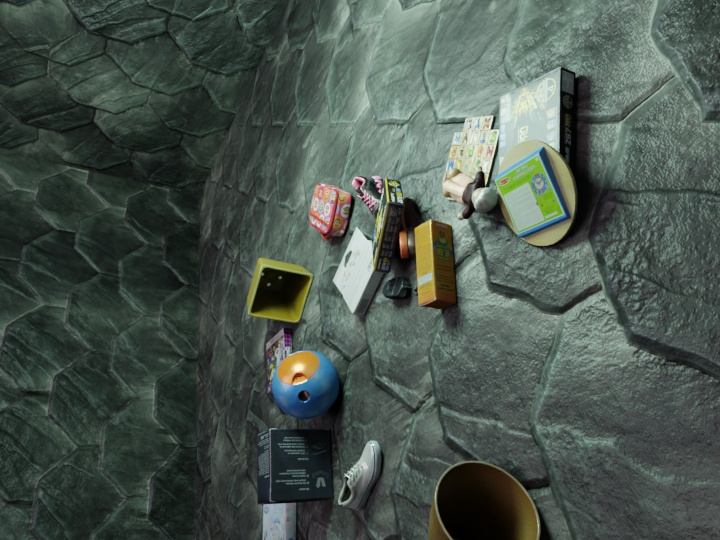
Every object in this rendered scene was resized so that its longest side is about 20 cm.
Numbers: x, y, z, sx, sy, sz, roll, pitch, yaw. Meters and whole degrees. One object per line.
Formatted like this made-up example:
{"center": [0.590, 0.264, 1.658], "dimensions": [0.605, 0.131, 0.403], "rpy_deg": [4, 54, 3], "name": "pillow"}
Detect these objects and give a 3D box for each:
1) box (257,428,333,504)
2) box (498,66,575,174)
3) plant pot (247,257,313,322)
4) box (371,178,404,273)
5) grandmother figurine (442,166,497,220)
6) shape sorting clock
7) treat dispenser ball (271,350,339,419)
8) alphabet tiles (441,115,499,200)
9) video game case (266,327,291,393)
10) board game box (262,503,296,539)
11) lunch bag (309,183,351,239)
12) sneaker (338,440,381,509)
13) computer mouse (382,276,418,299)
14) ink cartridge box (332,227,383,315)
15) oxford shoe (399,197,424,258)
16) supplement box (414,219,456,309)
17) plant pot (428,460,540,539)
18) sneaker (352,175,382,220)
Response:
{"center": [-0.196, 0.577, 1.614], "dimensions": [0.117, 0.196, 0.200], "rpy_deg": [-39, 48, 50], "name": "box"}
{"center": [0.346, -0.274, 1.079], "dimensions": [0.161, 0.049, 0.200], "rpy_deg": [-10, 74, 62], "name": "box"}
{"center": [-0.312, 0.052, 2.009], "dimensions": [0.200, 0.194, 0.196], "rpy_deg": [48, 122, 61], "name": "plant pot"}
{"center": [0.069, -0.118, 1.430], "dimensions": [0.160, 0.049, 0.200], "rpy_deg": [-87, 7, -59], "name": "box"}
{"center": [0.236, -0.166, 1.184], "dimensions": [0.200, 0.060, 0.121], "rpy_deg": [-127, 43, -69], "name": "grandmother figurine"}
{"center": [0.328, -0.144, 1.025], "dimensions": [0.200, 0.039, 0.200], "rpy_deg": [47, 148, 41], "name": "shape sorting clock"}
{"center": [-0.163, 0.340, 1.629], "dimensions": [0.201, 0.201, 0.201], "rpy_deg": [-27, 58, 55], "name": "treat dispenser ball"}
{"center": [0.255, -0.260, 1.278], "dimensions": [0.166, 0.006, 0.200], "rpy_deg": [22, 100, 60], "name": "alphabet tiles"}
{"center": [-0.306, 0.340, 2.053], "dimensions": [0.181, 0.036, 0.200], "rpy_deg": [-42, 46, 50], "name": "video game case"}
{"center": [-0.270, 0.877, 1.808], "dimensions": [0.200, 0.043, 0.199], "rpy_deg": [-35, 52, 52], "name": "board game box"}
{"center": [-0.105, -0.193, 1.829], "dimensions": [0.200, 0.082, 0.176], "rpy_deg": [35, 115, 60], "name": "lunch bag"}
{"center": [-0.003, 0.534, 1.414], "dimensions": [0.073, 0.071, 0.200], "rpy_deg": [34, 111, 59], "name": "sneaker"}
{"center": [0.127, 0.046, 1.392], "dimensions": [0.200, 0.034, 0.059], "rpy_deg": [-7, 58, 55], "name": "computer mouse"}
{"center": [0.000, 0.000, 1.609], "dimensions": [0.200, 0.045, 0.176], "rpy_deg": [-65, 33, 23], "name": "ink cartridge box"}
{"center": [0.138, -0.110, 1.397], "dimensions": [0.071, 0.072, 0.200], "rpy_deg": [76, -167, -51], "name": "oxford shoe"}
{"center": [0.175, -0.015, 1.281], "dimensions": [0.069, 0.066, 0.200], "rpy_deg": [-32, 54, 53], "name": "supplement box"}
{"center": [0.196, 0.483, 0.993], "dimensions": [0.187, 0.186, 0.200], "rpy_deg": [-113, 29, -45], "name": "plant pot"}
{"center": [0.029, -0.207, 1.575], "dimensions": [0.079, 0.095, 0.200], "rpy_deg": [-58, 37, 31], "name": "sneaker"}
